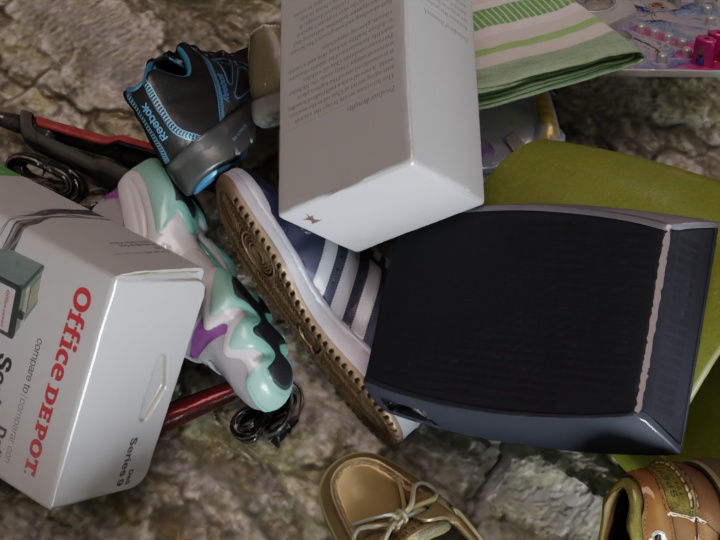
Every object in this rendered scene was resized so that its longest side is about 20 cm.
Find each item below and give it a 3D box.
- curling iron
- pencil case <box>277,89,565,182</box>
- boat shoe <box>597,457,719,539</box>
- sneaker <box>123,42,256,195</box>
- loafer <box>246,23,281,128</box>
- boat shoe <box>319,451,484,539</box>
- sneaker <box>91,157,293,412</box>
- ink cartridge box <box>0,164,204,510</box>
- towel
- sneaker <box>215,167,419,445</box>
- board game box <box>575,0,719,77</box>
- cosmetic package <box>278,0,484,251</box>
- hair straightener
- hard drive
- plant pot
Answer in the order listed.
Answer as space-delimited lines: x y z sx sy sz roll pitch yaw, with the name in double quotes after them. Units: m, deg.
-0.131 0.105 0.777 0.198 0.026 0.050 -14 56 -6 "curling iron"
0.040 -0.077 0.849 0.198 0.083 0.091 -13 49 -6 "pencil case"
0.138 0.188 0.634 0.067 0.202 0.072 0 16 -24 "boat shoe"
-0.100 -0.127 0.841 0.073 0.082 0.200 -34 16 18 "sneaker"
-0.016 -0.146 0.845 0.075 0.200 0.070 -12 98 24 "loafer"
0.048 0.177 0.706 0.073 0.063 0.201 -31 63 -16 "boat shoe"
-0.136 0.039 0.790 0.140 0.078 0.200 -37 58 4 "sneaker"
-0.208 0.029 0.736 0.199 0.084 0.147 24 103 26 "ink cartridge box"
0.071 -0.178 0.828 0.152 0.024 0.200 -18 45 -21 "towel"
0.000 0.000 0.786 0.108 0.070 0.201 -37 92 -19 "sneaker"
0.168 -0.198 0.905 0.198 0.026 0.201 1 35 1 "board game box"
0.010 -0.125 0.730 0.101 0.071 0.202 -19 61 37 "cosmetic package"
-0.201 -0.070 0.874 0.199 0.041 0.077 21 62 7 "hair straightener"
0.089 0.025 0.675 0.199 0.042 0.136 3 75 43 "hard drive"
0.164 0.009 0.751 0.187 0.188 0.200 -39 55 -20 "plant pot"
